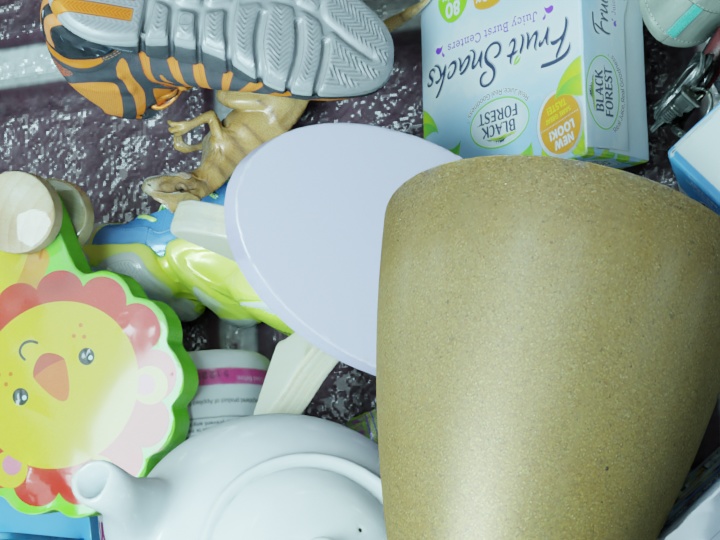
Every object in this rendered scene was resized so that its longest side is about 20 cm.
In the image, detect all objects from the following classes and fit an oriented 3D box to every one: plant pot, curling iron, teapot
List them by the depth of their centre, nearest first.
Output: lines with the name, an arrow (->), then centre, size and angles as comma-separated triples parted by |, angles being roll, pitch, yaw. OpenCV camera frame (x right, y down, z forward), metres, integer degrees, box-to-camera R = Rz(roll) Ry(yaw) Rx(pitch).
plant pot -> 0.084, 0.077, 1.000 | 0.186, 0.186, 0.200 | 2, 63, 21
teapot -> -0.030, 0.162, 1.094 | 0.200, 0.146, 0.198 | -23, 84, -21
curling iron -> 0.220, -0.154, 1.132 | 0.026, 0.050, 0.200 | 34, 94, -9

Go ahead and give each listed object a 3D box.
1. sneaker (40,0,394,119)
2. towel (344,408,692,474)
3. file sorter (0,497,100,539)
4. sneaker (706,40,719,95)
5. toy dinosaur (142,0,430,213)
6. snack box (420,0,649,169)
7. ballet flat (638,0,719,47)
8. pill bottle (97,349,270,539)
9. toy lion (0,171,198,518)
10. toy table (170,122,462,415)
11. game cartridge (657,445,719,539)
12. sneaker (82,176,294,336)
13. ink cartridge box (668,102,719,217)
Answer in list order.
sneaker -> -0.085, -0.129, 1.209 | 0.200, 0.112, 0.078 | 13, 69, -8
towel -> 0.090, 0.118, 1.203 | 0.200, 0.023, 0.144 | -25, 73, 16
file sorter -> -0.258, 0.085, 1.287 | 0.139, 0.123, 0.200 | -13, 77, 19
sneaker -> 0.281, -0.155, 1.149 | 0.200, 0.073, 0.071 | -16, 79, 18
toy dinosaur -> -0.052, -0.105, 1.263 | 0.200, 0.060, 0.106 | -43, 50, -9
snack box -> 0.095, -0.148, 1.196 | 0.142, 0.053, 0.200 | -14, 74, 53
ballet flat -> 0.180, -0.188, 1.158 | 0.067, 0.200, 0.064 | 31, 125, -10
pill bottle -> -0.094, 0.154, 1.216 | 0.113, 0.113, 0.200 | -13, 76, 18
toy lion -> -0.198, 0.055, 1.180 | 0.200, 0.069, 0.192 | -24, 81, 11
toy table -> 0.000, 0.000, 1.159 | 0.200, 0.117, 0.184 | 35, 70, -17
game cartridge -> 0.174, 0.127, 1.064 | 0.200, 0.133, 0.042 | -43, 81, 1
sneaker -> -0.086, -0.022, 1.275 | 0.200, 0.076, 0.105 | 13, 73, 15
ink cartridge box -> 0.243, -0.008, 1.068 | 0.085, 0.200, 0.145 | -43, 69, -2
